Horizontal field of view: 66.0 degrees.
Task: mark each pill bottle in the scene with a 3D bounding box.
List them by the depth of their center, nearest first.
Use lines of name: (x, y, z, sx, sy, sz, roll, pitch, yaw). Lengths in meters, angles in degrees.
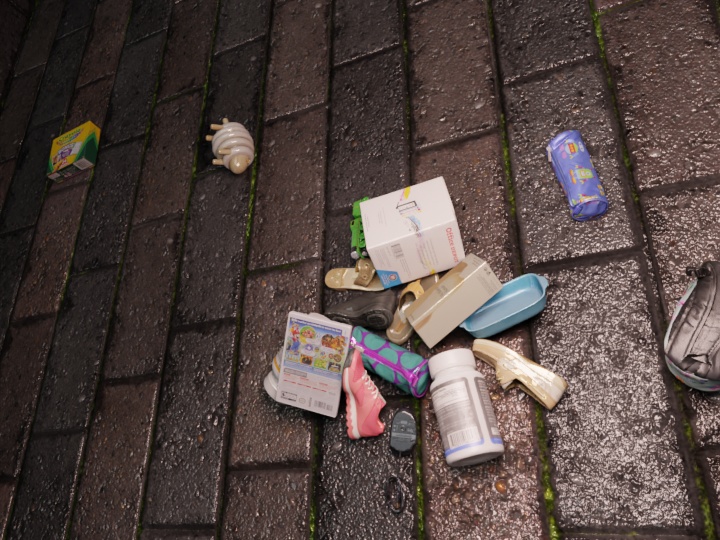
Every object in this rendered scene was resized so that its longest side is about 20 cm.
pill bottle: (0.199, 0.265, 1.081, 0.112, 0.114, 0.204, -20, 60, 17)
pill bottle: (-0.132, 0.206, 1.267, 0.201, 0.112, 0.113, -50, 55, 14)

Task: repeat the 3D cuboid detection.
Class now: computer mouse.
computer mouse: (0.083, 0.388, 1.140, 0.057, 0.034, 0.204, 6, 75, 11)

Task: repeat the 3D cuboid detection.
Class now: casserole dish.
casserole dish: (0.294, 0.077, 1.133, 0.197, 0.039, 0.122, -27, 21, 15)

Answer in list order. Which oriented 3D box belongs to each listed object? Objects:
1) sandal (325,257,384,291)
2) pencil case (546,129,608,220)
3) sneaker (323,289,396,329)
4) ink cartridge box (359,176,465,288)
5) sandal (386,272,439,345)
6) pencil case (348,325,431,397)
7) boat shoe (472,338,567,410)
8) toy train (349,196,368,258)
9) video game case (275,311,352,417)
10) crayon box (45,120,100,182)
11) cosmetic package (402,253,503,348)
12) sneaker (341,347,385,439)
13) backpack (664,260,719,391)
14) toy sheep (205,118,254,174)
sandal: (0.000, 0.005, 1.324, 0.208, 0.070, 0.079, -8, 64, 24)
pencil case: (0.456, -0.204, 1.178, 0.085, 0.078, 0.204, -5, 62, -8)
sneaker: (0.002, 0.093, 1.290, 0.197, 0.077, 0.092, -8, 39, 32)
ink cartridge box: (0.116, -0.083, 1.229, 0.196, 0.148, 0.147, -16, 48, 9)
sandal: (0.115, 0.071, 1.245, 0.079, 0.054, 0.202, 25, 81, 33)
pencil case: (0.058, 0.195, 1.194, 0.197, 0.092, 0.087, 22, 91, 32)
boat shoe: (0.298, 0.201, 1.082, 0.198, 0.074, 0.070, 26, 75, 32)
toy train: (0.002, -0.104, 1.359, 0.056, 0.042, 0.203, -21, 41, 23)
video game case: (-0.101, 0.202, 1.192, 0.140, 0.018, 0.205, 12, 101, 12)
crayon box: (-1.077, -0.444, 2.080, 0.196, 0.058, 0.176, -18, 61, 19)
cosmetic package: (0.191, 0.061, 1.167, 0.199, 0.071, 0.105, -40, 13, 2)
sneaker: (0.012, 0.259, 1.175, 0.085, 0.074, 0.205, -2, 104, 13)
backpack: (0.607, 0.105, 0.937, 0.166, 0.126, 0.202, 30, 84, 45)
toy sheep: (-0.384, -0.375, 1.652, 0.136, 0.138, 0.204, -23, 71, 15)
